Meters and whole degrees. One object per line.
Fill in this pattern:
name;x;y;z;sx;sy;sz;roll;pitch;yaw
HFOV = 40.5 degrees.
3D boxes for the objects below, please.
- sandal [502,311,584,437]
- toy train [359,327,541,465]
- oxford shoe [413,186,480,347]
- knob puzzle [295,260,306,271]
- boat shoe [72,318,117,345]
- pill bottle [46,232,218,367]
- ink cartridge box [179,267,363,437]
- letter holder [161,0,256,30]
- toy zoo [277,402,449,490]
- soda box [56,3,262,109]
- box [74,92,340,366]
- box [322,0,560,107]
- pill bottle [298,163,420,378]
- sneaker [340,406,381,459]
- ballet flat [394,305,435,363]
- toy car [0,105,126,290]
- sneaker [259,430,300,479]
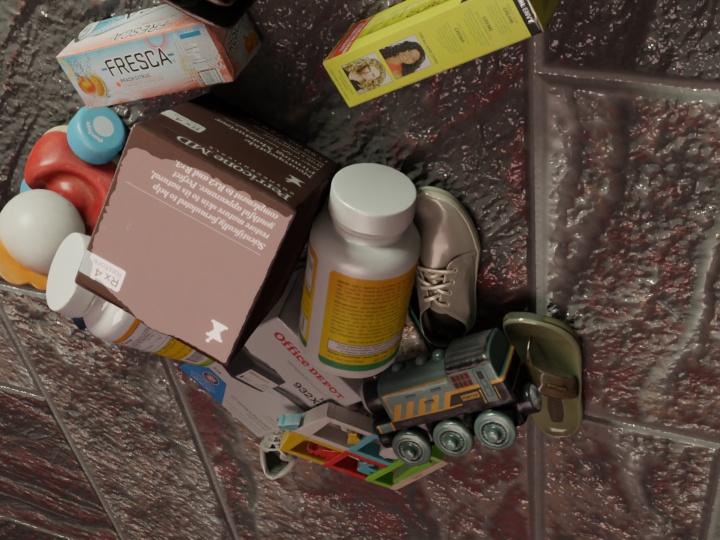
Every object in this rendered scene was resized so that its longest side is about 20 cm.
sandal;0.204;0.122;1.060;0.078;0.058;0.203;1;132;29
toy train;0.092;0.135;1.041;0.197;0.085;0.115;-18;110;31
oxford shoe;0.085;0.003;1.010;0.074;0.058;0.203;12;134;25
knob puzzle;-0.093;0.064;1.196;0.216;0.031;0.222;16;138;15
boat shoe;-0.303;0.058;1.270;0.198;0.084;0.069;-12;114;41
pill bottle;-0.228;0.029;1.049;0.198;0.113;0.110;21;150;-38
ink cartridge box;-0.093;0.102;1.144;0.198;0.084;0.145;-26;117;42
letter holder;-0.178;-0.285;0.801;0.198;0.143;0.101;31;140;-3
toy zoo;-0.009;0.207;1.158;0.197;0.021;0.131;23;145;-19
soda box;-0.195;-0.213;0.942;0.197;0.069;0.064;-3;131;31
box;-0.138;-0.048;0.937;0.164;0.200;0.166;28;110;1
box;0.066;-0.199;0.802;0.198;0.076;0.050;-14;123;40
pill bottle;0.000;0.000;0.978;0.111;0.113;0.203;19;129;12
sneaker;0.016;0.199;1.242;0.086;0.075;0.201;29;140;8
ballet flat;0.073;0.118;1.116;0.063;0.076;0.201;-34;117;1
toy car;-0.327;-0.044;1.090;0.177;0.201;0.183;43;138;-17
sneaker;-0.098;0.219;1.325;0.072;0.071;0.202;19;139;11
